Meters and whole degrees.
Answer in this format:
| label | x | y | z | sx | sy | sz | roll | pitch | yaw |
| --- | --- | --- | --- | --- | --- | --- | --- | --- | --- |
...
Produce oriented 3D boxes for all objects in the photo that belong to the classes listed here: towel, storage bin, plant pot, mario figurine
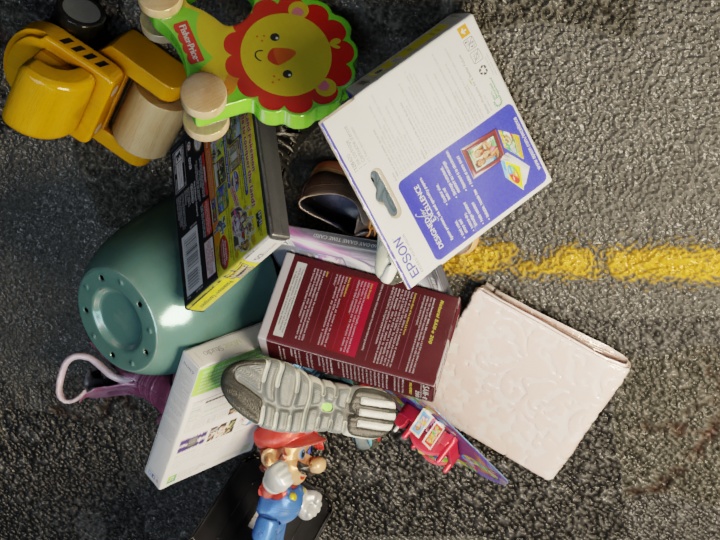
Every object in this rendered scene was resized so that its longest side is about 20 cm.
| label | x | y | z | sx | sy | sz | roll | pitch | yaw |
| --- | --- | --- | --- | --- | --- | --- | --- | --- | --- |
| towel | 0.180 | 0.126 | 1.670 | 0.191 | 0.032 | 0.200 | 30 | 129 | 4 |
| storage bin | -0.137 | 0.347 | 1.858 | 0.135 | 0.200 | 0.094 | 30 | 131 | 3 |
| plant pot | -0.219 | 0.026 | 1.666 | 0.200 | 0.161 | 0.201 | 18 | 121 | 32 |
| mario figurine | -0.078 | 0.263 | 1.731 | 0.106 | 0.123 | 0.200 | 7 | 102 | -18 |

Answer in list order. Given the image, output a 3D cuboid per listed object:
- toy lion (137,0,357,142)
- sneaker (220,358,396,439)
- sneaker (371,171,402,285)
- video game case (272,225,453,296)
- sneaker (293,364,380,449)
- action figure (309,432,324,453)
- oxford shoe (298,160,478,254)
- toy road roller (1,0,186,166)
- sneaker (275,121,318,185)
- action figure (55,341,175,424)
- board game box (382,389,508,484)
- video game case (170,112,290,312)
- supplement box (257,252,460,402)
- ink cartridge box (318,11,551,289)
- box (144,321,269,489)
| label | x | y | z | sx | sy | sz | roll | pitch | yaw |
| --- | --- | --- | --- | --- | --- | --- | --- | --- | --- |
| toy lion | -0.106 | -0.226 | 1.485 | 0.069 | 0.191 | 0.200 | 99 | 149 | -66 |
| sneaker | -0.069 | 0.144 | 1.636 | 0.200 | 0.075 | 0.115 | 17 | 176 | -17 |
| sneaker | 0.043 | -0.085 | 1.523 | 0.081 | 0.075 | 0.200 | 13 | 88 | 27 |
| video game case | 0.000 | 0.000 | 1.630 | 0.200 | 0.019 | 0.143 | 11 | 157 | 19 |
| sneaker | -0.044 | 0.128 | 1.737 | 0.095 | 0.079 | 0.200 | -25 | 101 | 18 |
| action figure | -0.069 | 0.196 | 1.806 | 0.052 | 0.065 | 0.200 | 3 | 112 | -12 |
| oxford shoe | 0.028 | -0.052 | 1.588 | 0.200 | 0.073 | 0.071 | 18 | 127 | 12 |
| toy road roller | -0.296 | -0.189 | 1.595 | 0.200 | 0.146 | 0.123 | 34 | 130 | 0 |
| sneaker | -0.094 | -0.119 | 1.573 | 0.060 | 0.104 | 0.200 | 26 | 135 | -21 |
| action figure | -0.247 | 0.128 | 1.782 | 0.200 | 0.149 | 0.134 | 26 | 111 | 36 |
| board game box | 0.076 | 0.196 | 1.690 | 0.200 | 0.039 | 0.158 | 46 | 166 | -28 |
| video game case | -0.140 | -0.083 | 1.540 | 0.025 | 0.200 | 0.181 | 9 | 149 | -34 |
| supplement box | -0.001 | 0.061 | 1.607 | 0.200 | 0.109 | 0.061 | 15 | 158 | 8 |
| ink cartridge box | 0.070 | -0.118 | 1.453 | 0.047 | 0.200 | 0.198 | 20 | 142 | 62 |
| box | -0.161 | 0.151 | 1.682 | 0.036 | 0.144 | 0.200 | 45 | 132 | 26 |
